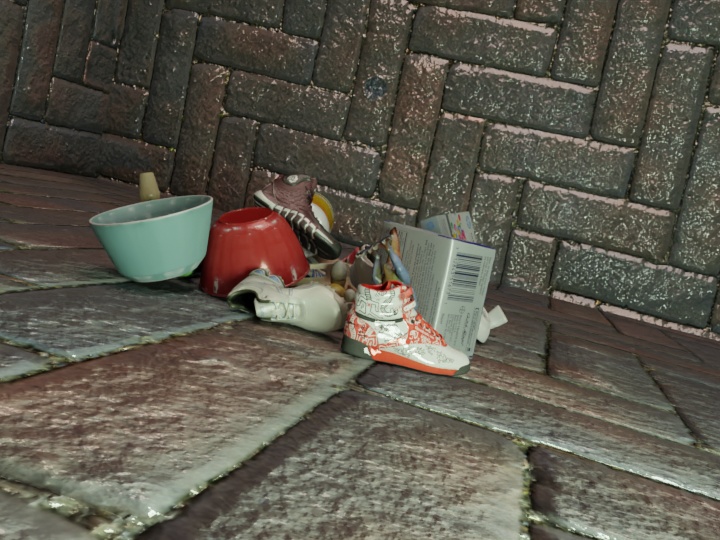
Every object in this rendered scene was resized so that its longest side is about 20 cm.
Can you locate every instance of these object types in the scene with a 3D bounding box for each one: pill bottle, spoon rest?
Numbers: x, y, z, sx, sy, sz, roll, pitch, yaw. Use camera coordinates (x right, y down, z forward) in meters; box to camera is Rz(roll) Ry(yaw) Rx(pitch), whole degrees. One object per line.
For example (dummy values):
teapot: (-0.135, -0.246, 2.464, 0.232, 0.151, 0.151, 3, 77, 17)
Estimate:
pill bottle: (-0.113, -0.090, 1.431, 0.108, 0.114, 0.200, 13, 15, -1)
spoon rest: (0.237, 0.100, 1.420, 0.199, 0.060, 0.101, 10, 48, -61)

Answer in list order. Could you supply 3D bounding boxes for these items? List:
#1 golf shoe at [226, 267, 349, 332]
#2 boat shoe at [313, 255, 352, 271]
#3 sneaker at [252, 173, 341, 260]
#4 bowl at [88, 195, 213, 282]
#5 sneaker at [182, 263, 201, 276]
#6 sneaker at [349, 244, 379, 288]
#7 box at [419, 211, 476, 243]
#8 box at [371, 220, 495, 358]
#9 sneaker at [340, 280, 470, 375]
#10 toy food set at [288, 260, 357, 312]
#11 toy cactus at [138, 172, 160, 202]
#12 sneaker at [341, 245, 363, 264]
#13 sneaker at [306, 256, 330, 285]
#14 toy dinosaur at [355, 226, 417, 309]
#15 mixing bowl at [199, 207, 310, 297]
golf shoe: (-0.113, 0.058, 1.064, 0.196, 0.081, 0.097, 11, 22, 30)
boat shoe: (-0.035, 0.027, 1.487, 0.196, 0.066, 0.072, 27, 52, 14)
sneaker: (-0.092, -0.115, 1.292, 0.198, 0.116, 0.076, 35, -26, 12)
bowl: (-0.326, -0.049, 1.147, 0.195, 0.108, 0.201, -8, 16, 2)
sneaker: (-0.314, -0.030, 1.332, 0.081, 0.079, 0.200, 7, 8, -16)
sneaker: (0.000, 0.000, 1.359, 0.072, 0.119, 0.199, -3, 22, -33)
box: (0.184, -0.030, 1.379, 0.040, 0.160, 0.199, -14, 0, 25)
box: (0.112, 0.029, 1.197, 0.103, 0.189, 0.199, 8, 8, -34)
sneaker: (0.076, 0.079, 1.003, 0.196, 0.111, 0.067, 12, 5, -13)
toy food set: (-0.053, 0.029, 1.216, 0.140, 0.062, 0.200, -2, 18, -21)
toy cactus: (-0.459, -0.124, 1.532, 0.099, 0.170, 0.200, -8, 3, -7)
sneaker: (-0.029, 0.006, 1.568, 0.084, 0.076, 0.201, -1, -19, -10)
sneaker: (-0.116, 0.015, 1.379, 0.083, 0.079, 0.199, 5, 9, -33)
toy dinosaur: (0.072, 0.035, 1.114, 0.104, 0.184, 0.199, -27, 8, 44)
mixing bowl: (-0.189, -0.042, 1.222, 0.194, 0.111, 0.201, -5, 21, 2)
